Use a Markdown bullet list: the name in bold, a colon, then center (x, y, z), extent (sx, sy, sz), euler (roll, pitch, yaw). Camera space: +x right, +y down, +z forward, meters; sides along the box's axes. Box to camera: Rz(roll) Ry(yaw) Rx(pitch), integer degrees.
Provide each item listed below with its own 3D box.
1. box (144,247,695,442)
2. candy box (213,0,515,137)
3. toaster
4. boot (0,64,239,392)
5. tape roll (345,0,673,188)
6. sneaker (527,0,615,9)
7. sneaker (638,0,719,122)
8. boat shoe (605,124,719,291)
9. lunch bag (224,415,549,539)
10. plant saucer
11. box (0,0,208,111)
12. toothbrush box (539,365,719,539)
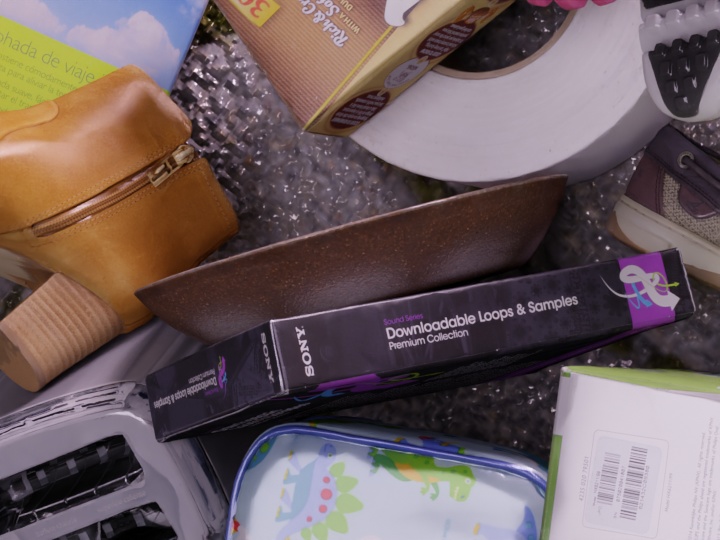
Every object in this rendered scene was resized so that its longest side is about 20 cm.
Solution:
- **box**: center (0.023, 0.033, 1.194), extent (0.143, 0.200, 0.036), euler (-25, 78, 61)
- **candy box**: center (0.027, -0.164, 1.225), extent (0.200, 0.055, 0.116), euler (-38, 76, 15)
- **toaster**: center (-0.116, 0.093, 1.296), extent (0.200, 0.129, 0.114), euler (-21, 104, 21)
- **boot**: center (-0.159, -0.057, 1.277), extent (0.201, 0.144, 0.071), euler (51, 151, -9)
- **tape roll**: center (0.065, -0.137, 1.276), extent (0.202, 0.071, 0.203), euler (-1, 88, 22)
- **sneaker**: center (0.118, -0.165, 1.138), extent (0.200, 0.079, 0.096), euler (2, 66, 22)
- **sneaker**: center (0.182, -0.147, 1.194), extent (0.075, 0.081, 0.200), euler (-1, 61, 50)
- **boat shoe**: center (0.204, -0.009, 1.215), extent (0.200, 0.072, 0.065), euler (23, 102, 27)
- **lunch bag**: center (0.017, 0.169, 1.195), extent (0.160, 0.082, 0.200), euler (9, 91, 15)
- **plant saucer**: center (0.000, 0.000, 1.229), extent (0.200, 0.200, 0.037), euler (-16, 89, 21)
- **box**: center (-0.145, -0.114, 1.326), extent (0.048, 0.122, 0.200), euler (18, 85, 64)
- **toothbrush box**: center (0.143, 0.117, 1.165), extent (0.086, 0.200, 0.146), euler (8, 91, 23)
